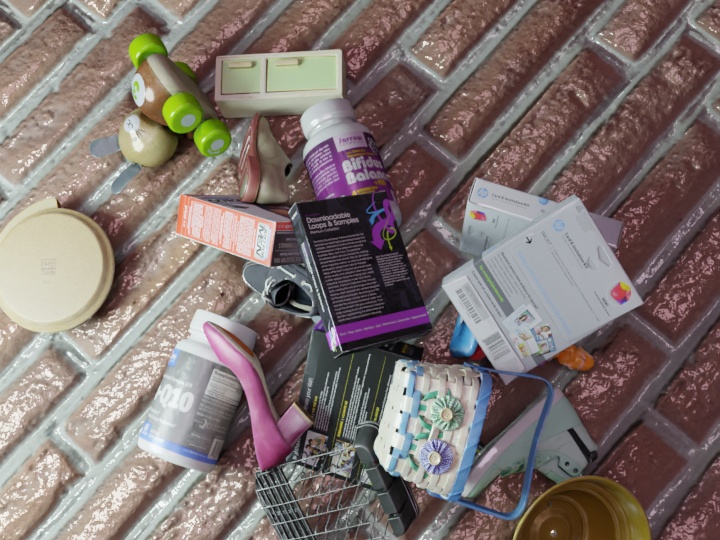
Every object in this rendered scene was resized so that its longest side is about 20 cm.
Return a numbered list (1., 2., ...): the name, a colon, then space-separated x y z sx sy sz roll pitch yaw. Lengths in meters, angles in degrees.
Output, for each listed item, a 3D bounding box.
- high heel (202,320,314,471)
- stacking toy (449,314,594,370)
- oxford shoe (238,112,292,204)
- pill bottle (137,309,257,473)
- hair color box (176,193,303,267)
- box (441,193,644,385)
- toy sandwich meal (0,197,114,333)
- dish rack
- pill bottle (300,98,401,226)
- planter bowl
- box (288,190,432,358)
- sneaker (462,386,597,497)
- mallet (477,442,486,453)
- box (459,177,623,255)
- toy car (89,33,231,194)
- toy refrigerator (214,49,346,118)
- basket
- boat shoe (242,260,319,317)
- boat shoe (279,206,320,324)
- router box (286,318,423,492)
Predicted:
1. high heel: -0.157 0.163 1.048 0.096 0.067 0.200 -43 94 -1
2. stacking toy: 0.232 0.094 1.103 0.197 0.116 0.111 20 81 -2
3. oxford shoe: -0.140 -0.161 1.187 0.074 0.071 0.202 13 42 -17
4. pill bottle: -0.221 0.165 1.110 0.112 0.114 0.203 18 78 9
5. hair color box: -0.152 -0.060 1.116 0.198 0.110 0.065 19 105 37
6. box: 0.224 0.025 0.998 0.199 0.041 0.157 -33 97 14
7. toy sandwich meal: -0.459 -0.002 1.201 0.201 0.070 0.209 0 79 1
8. dish rack: -0.038 0.297 1.060 0.197 0.055 0.155 -19 101 23
9. pill bottle: -0.020 -0.144 1.169 0.111 0.112 0.203 -20 76 0
10. planter bowl: 0.264 0.349 1.021 0.197 0.083 0.204 -1 95 -14
11. box: 0.000 0.000 1.033 0.141 0.036 0.203 -10 75 -31
12. sneaker: 0.227 0.260 1.056 0.199 0.074 0.119 -37 80 -15
13. mallet: 0.096 0.194 1.117 0.200 0.066 0.041 43 62 -2
14. box: 0.239 -0.045 1.090 0.197 0.156 0.042 17 69 10
15. toy car: -0.325 -0.216 1.206 0.199 0.158 0.165 -38 63 7
16. toy refrigerator: -0.122 -0.289 1.236 0.196 0.070 0.077 -1 76 5
17. basket: 0.124 0.199 0.970 0.197 0.139 0.180 13 90 -11
18. boat shoe: -0.109 0.020 1.120 0.198 0.062 0.074 17 112 39
19. boat shoe: -0.063 -0.008 1.168 0.066 0.070 0.202 -15 67 -36
20. router box: -0.009 0.182 1.073 0.147 0.051 0.203 16 108 8
